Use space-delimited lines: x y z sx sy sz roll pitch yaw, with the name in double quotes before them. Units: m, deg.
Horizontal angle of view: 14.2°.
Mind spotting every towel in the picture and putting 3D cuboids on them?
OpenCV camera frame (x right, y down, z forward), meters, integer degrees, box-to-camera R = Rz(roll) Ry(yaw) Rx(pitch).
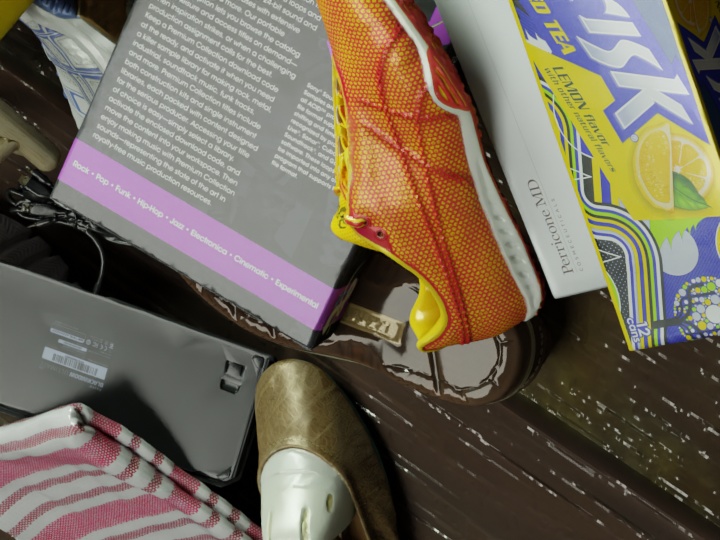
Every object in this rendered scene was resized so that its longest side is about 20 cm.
"towel" -0.118 0.142 1.528 0.200 0.030 0.146 38 145 -23

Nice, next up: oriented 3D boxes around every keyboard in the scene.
"keyboard" -0.138 0.023 1.488 0.199 0.021 0.128 19 100 8

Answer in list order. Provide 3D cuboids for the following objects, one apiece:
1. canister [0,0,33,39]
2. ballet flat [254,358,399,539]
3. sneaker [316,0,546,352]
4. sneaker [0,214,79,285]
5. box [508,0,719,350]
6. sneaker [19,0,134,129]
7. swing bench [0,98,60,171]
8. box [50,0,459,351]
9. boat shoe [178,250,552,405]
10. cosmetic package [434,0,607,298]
"canister" -0.163 -0.208 1.298 0.200 0.086 0.149 -43 74 34
"ballet flat" -0.015 0.146 1.455 0.067 0.072 0.201 -6 110 29
"sneaker" 0.015 -0.051 1.213 0.073 0.077 0.201 -107 -6 -69
"sneaker" -0.181 0.064 1.569 0.200 0.077 0.112 49 138 10
"box" 0.112 -0.076 1.109 0.070 0.064 0.201 -11 106 35
"sneaker" -0.132 -0.109 1.412 0.200 0.075 0.088 45 139 15
"swing bench" -0.289 -0.110 1.464 0.198 0.130 0.201 16 142 51
"box" -0.037 -0.086 1.283 0.143 0.036 0.201 30 111 12
"boat shoe" -0.002 0.006 1.349 0.202 0.075 0.075 29 109 21
"cosmetic package" 0.113 -0.100 1.170 0.150 0.052 0.201 -14 105 39
